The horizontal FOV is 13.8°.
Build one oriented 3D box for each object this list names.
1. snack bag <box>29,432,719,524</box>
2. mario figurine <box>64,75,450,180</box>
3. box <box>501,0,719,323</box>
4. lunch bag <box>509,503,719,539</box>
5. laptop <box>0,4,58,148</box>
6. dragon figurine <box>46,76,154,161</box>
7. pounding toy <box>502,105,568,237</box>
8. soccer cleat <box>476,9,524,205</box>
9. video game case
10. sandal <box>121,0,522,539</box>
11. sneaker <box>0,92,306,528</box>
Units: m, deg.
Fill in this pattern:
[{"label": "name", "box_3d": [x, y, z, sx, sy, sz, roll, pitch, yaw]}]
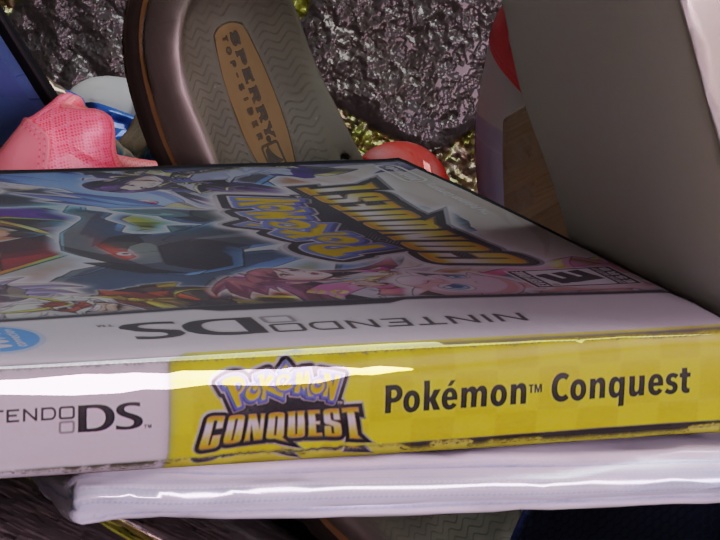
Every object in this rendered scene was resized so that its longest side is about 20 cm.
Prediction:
[{"label": "snack bag", "box_3d": [0.002, 0.028, 0.682, 0.188, 0.022, 0.200, 0, 7, -14]}, {"label": "mario figurine", "box_3d": [-0.053, -0.001, 1.023, 0.199, 0.124, 0.106, 13, -6, -33]}, {"label": "box", "box_3d": [0.142, -0.067, 0.666, 0.109, 0.199, 0.128, -151, -138, -69]}, {"label": "lunch bag", "box_3d": [0.145, 0.079, 0.742, 0.132, 0.136, 0.200, 33, -5, -24]}, {"label": "laptop", "box_3d": [-0.204, -0.066, 0.840, 0.177, 0.104, 0.200, 2, 8, 42]}, {"label": "dragon figurine", "box_3d": [-0.055, 0.003, 0.927, 0.199, 0.100, 0.059, 21, -2, -31]}, {"label": "pounding toy", "box_3d": [0.178, 0.012, 0.896, 0.200, 0.143, 0.184, 20, -32, -36]}, {"label": "soccer cleat", "box_3d": [0.070, -0.015, 1.021, 0.068, 0.201, 0.073, 10, -31, -14]}, {"label": "video game case", "box_3d": [-0.039, 0.004, 0.668, 0.180, 0.026, 0.200, -3, 14, -20]}, {"label": "sandal", "box_3d": [0.000, 0.000, 0.816, 0.054, 0.201, 0.082, -15, 9, 38]}, {"label": "sneaker", "box_3d": [-0.032, 0.016, 0.856, 0.200, 0.087, 0.074, 28, 3, -37]}]
